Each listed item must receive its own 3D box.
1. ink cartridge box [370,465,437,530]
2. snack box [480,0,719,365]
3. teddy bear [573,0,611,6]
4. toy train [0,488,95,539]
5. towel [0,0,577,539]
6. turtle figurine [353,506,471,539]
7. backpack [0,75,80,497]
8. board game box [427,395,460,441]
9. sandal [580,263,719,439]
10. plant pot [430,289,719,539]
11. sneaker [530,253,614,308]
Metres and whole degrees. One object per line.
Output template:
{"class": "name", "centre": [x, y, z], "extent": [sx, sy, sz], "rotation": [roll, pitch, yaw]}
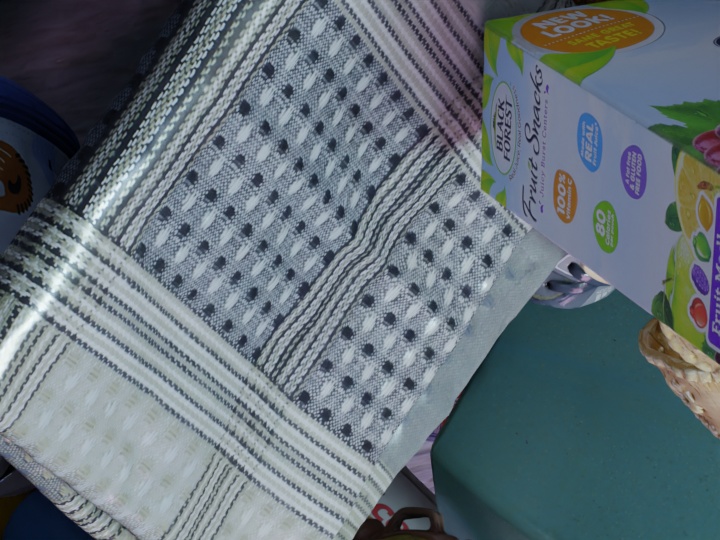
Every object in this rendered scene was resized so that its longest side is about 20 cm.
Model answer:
{"class": "ink cartridge box", "centre": [-0.044, 0.156, 1.027], "extent": [0.199, 0.145, 0.084], "rotation": [-26, 148, -35]}
{"class": "snack box", "centre": [0.149, -0.034, 0.689], "extent": [0.199, 0.053, 0.142], "rotation": [-11, -155, -24]}
{"class": "teddy bear", "centre": [0.141, -0.098, 0.782], "extent": [0.199, 0.067, 0.145], "rotation": [-9, 166, -23]}
{"class": "toy train", "centre": [-0.115, 0.048, 0.853], "extent": [0.115, 0.200, 0.085], "rotation": [-33, 136, -14]}
{"class": "towel", "centre": [-0.008, -0.005, 0.713], "extent": [0.034, 0.193, 0.200], "rotation": [28, 168, 31]}
{"class": "turtle figurine", "centre": [0.018, 0.117, 0.913], "extent": [0.161, 0.200, 0.065], "rotation": [16, 110, -41]}
{"class": "backpack", "centre": [-0.160, 0.011, 0.732], "extent": [0.189, 0.155, 0.200], "rotation": [-9, 171, 4]}
{"class": "board game box", "centre": [0.116, 0.027, 1.163], "extent": [0.198, 0.062, 0.200], "rotation": [5, -155, -11]}
{"class": "sandal", "centre": [0.126, 0.021, 0.815], "extent": [0.077, 0.070, 0.212], "rotation": [-18, 170, 18]}
{"class": "plant pot", "centre": [0.132, 0.085, 0.962], "extent": [0.199, 0.142, 0.141], "rotation": [28, 161, 15]}
{"class": "sneaker", "centre": [0.084, -0.030, 0.884], "extent": [0.074, 0.081, 0.199], "rotation": [-19, -165, -39]}
